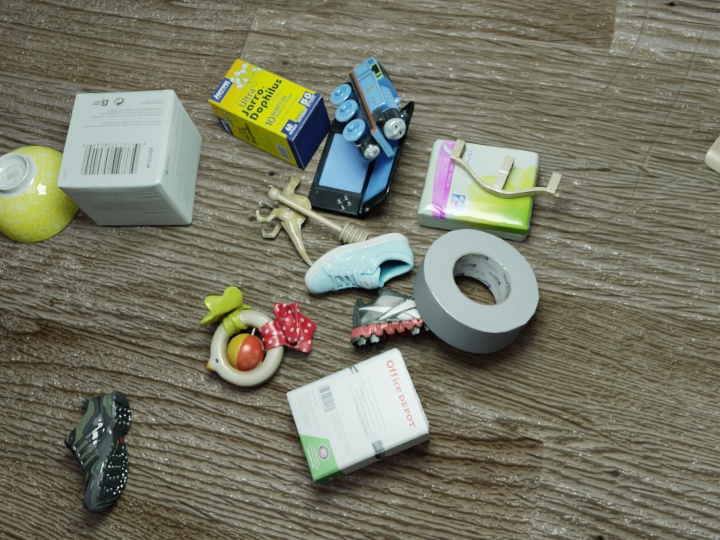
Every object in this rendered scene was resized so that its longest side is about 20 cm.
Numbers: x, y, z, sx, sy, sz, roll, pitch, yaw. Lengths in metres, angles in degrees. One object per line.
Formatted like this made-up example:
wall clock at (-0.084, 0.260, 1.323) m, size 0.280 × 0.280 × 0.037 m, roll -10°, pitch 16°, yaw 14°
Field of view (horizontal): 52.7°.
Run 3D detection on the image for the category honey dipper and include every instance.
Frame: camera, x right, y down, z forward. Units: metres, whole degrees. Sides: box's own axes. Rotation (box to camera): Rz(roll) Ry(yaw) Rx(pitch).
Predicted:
honey dipper at (-0.079, -0.097, 1.311) m, size 0.198 × 0.038 × 0.038 m, roll 29°, pitch 74°, yaw 2°

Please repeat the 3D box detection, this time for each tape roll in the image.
tape roll at (0.188, 0.031, 1.191) m, size 0.197 × 0.067 × 0.203 m, roll 8°, pitch 52°, yaw -10°

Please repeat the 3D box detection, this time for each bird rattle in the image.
bird rattle at (-0.183, 0.120, 1.258) m, size 0.197 × 0.113 × 0.166 m, roll 19°, pitch 83°, yaw 1°

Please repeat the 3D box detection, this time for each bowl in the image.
bowl at (-0.656, -0.168, 1.417) m, size 0.196 × 0.108 × 0.204 m, roll -3°, pitch 68°, yaw 8°

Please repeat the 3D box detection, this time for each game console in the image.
game console at (-0.001, -0.212, 1.330) m, size 0.173 × 0.117 × 0.203 m, roll 13°, pitch 70°, yaw 13°

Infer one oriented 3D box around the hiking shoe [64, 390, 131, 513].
hiking shoe at (-0.448, 0.307, 1.224) m, size 0.099 × 0.076 × 0.203 m, roll -9°, pitch 58°, yaw 14°

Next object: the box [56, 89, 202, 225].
box at (-0.422, -0.206, 1.361) m, size 0.195 × 0.172 × 0.203 m, roll 0°, pitch 67°, yaw 8°

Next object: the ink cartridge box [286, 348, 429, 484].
ink cartridge box at (-0.001, 0.235, 1.170) m, size 0.197 × 0.085 × 0.148 m, roll -21°, pitch 67°, yaw -1°

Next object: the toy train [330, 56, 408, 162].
toy train at (0.018, -0.282, 1.285) m, size 0.113 × 0.087 × 0.202 m, roll -31°, pitch 48°, yaw 15°

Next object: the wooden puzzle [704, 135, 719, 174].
wooden puzzle at (0.732, -0.215, 1.268) m, size 0.184 × 0.037 × 0.201 m, roll 38°, pitch 83°, yaw 20°

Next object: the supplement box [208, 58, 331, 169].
supplement box at (-0.172, -0.300, 1.395) m, size 0.198 × 0.110 × 0.110 m, roll 26°, pitch 74°, yaw 18°

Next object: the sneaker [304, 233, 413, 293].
sneaker at (0.000, 0.000, 1.258) m, size 0.197 × 0.075 × 0.082 m, roll -24°, pitch 41°, yaw -1°

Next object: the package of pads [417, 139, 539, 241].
package of pads at (0.213, -0.147, 1.299) m, size 0.196 × 0.068 × 0.157 m, roll 10°, pitch 72°, yaw 12°

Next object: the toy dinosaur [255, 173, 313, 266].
toy dinosaur at (-0.137, -0.097, 1.337) m, size 0.099 × 0.058 × 0.203 m, roll -11°, pitch 67°, yaw 3°

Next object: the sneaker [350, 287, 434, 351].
sneaker at (0.075, 0.070, 1.231) m, size 0.197 × 0.071 × 0.100 m, roll -11°, pitch 69°, yaw 6°

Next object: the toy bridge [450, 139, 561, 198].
toy bridge at (0.246, -0.162, 1.248) m, size 0.197 × 0.027 × 0.068 m, roll 23°, pitch 77°, yaw 15°
